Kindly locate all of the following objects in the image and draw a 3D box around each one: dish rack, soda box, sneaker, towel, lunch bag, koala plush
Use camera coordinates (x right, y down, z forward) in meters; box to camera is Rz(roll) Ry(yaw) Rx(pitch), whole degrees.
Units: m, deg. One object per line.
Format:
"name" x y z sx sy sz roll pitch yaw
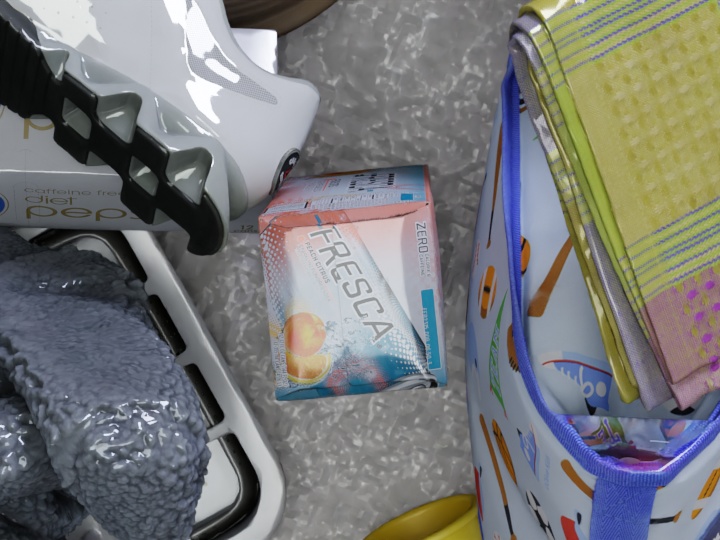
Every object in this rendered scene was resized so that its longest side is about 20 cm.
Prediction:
"dish rack" -0.147 0.076 0.961 0.199 0.044 0.172 -29 95 4
"soda box" 0.000 0.000 0.869 0.063 0.200 0.069 -5 97 3
"soda box" -0.133 -0.058 0.901 0.199 0.064 0.069 1 70 -6
"sneaker" -0.102 -0.100 0.854 0.200 0.074 0.089 42 63 2
"towel" 0.146 -0.057 0.751 0.199 0.023 0.144 -28 105 -21
"lunch bag" 0.100 0.046 0.845 0.123 0.201 0.171 3 138 3
"koala plush" -0.152 0.103 0.881 0.176 0.184 0.201 -3 117 -9

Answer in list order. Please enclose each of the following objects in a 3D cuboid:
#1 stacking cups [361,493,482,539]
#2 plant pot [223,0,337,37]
"stacking cups" 0.063 0.197 0.964 0.060 0.061 0.201 -23 99 4
"plant pot" -0.069 -0.187 0.892 0.200 0.093 0.202 -1 94 -8
